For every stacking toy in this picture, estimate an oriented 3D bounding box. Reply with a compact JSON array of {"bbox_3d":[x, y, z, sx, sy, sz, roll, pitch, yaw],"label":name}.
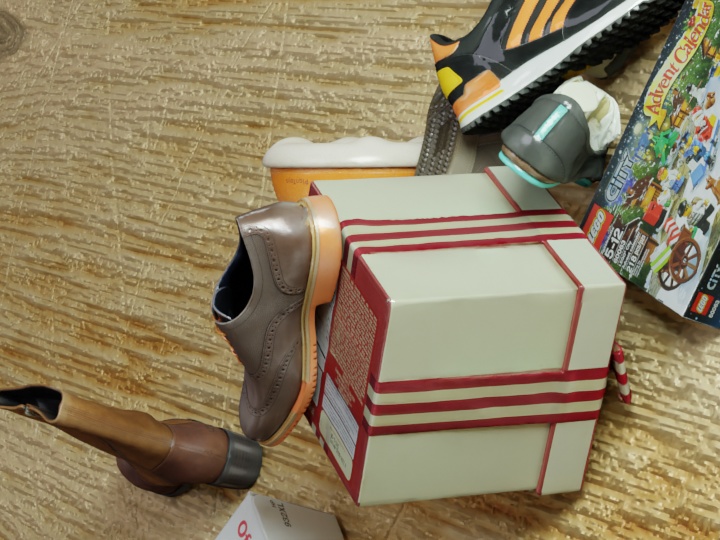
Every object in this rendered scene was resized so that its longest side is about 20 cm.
[{"bbox_3d":[0.000,0.000,1.757,0.146,0.146,0.200,5,96,56],"label":"stacking toy"}]

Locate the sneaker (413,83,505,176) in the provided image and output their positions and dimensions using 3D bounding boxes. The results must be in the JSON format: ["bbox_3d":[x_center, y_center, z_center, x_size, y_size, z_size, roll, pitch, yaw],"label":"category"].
[{"bbox_3d":[0.091,-0.095,1.702,0.070,0.076,0.200,-30,29,44],"label":"sneaker"}]

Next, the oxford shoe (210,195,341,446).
[{"bbox_3d":[-0.066,0.034,1.537,0.071,0.073,0.200,-118,31,-47],"label":"oxford shoe"}]

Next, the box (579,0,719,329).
[{"bbox_3d":[0.225,-0.079,1.516,0.137,0.038,0.200,38,107,55],"label":"box"}]

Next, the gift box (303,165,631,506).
[{"bbox_3d":[0.063,0.048,1.564,0.185,0.187,0.200,-119,31,-49],"label":"gift box"}]

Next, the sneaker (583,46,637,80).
[{"bbox_3d":[0.129,-0.213,1.669,0.070,0.093,0.200,-51,39,30],"label":"sneaker"}]

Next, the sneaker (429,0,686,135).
[{"bbox_3d":[0.130,-0.175,1.587,0.200,0.070,0.090,-34,75,25],"label":"sneaker"}]

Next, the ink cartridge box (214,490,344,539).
[{"bbox_3d":[-0.082,0.288,1.749,0.200,0.084,0.145,-54,37,26],"label":"ink cartridge box"}]

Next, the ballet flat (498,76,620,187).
[{"bbox_3d":[0.139,-0.090,1.560,0.068,0.068,0.200,-55,-4,9],"label":"ballet flat"}]

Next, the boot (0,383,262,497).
[{"bbox_3d":[-0.208,0.136,1.900,0.188,0.200,0.069,9,82,57],"label":"boot"}]
